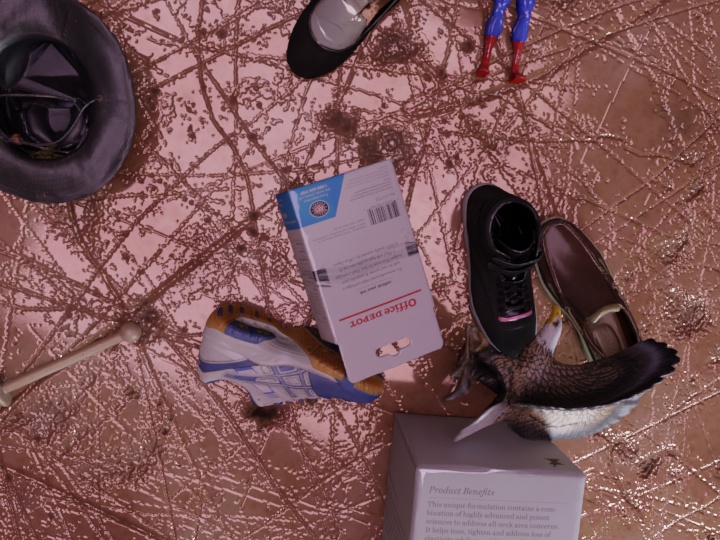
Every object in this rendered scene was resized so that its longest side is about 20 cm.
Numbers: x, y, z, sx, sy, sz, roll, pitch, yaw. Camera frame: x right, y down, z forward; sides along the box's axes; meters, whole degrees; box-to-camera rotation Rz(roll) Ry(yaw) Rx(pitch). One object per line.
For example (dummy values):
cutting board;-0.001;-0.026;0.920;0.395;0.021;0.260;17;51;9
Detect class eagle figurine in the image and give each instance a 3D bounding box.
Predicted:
eagle figurine;0.191;0.109;0.772;0.198;0.152;0.152;20;114;10

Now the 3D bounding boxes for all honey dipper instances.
honey dipper;-0.324;0.099;0.820;0.199;0.038;0.038;-26;98;-5

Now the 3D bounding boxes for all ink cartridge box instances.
ink cartridge box;0.000;0.000;0.809;0.115;0.068;0.202;-19;97;-17

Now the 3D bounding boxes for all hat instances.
hat;-0.304;-0.171;0.771;0.199;0.081;0.203;0;103;-1

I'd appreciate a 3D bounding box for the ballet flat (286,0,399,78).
ballet flat;0.000;-0.278;0.791;0.068;0.068;0.200;44;91;-8

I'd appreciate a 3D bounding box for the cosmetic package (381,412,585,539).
cosmetic package;0.116;0.272;0.809;0.166;0.166;0.202;5;96;-6

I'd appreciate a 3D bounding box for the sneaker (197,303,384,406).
sneaker;-0.075;0.107;0.833;0.198;0.075;0.089;22;111;-5

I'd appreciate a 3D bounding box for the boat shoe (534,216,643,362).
boat shoe;0.254;0.032;0.842;0.074;0.075;0.203;-32;98;-1

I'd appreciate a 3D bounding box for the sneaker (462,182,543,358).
sneaker;0.154;0.009;0.819;0.070;0.099;0.202;-13;98;-5

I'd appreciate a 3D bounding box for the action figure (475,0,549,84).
action figure;0.165;-0.302;0.816;0.065;0.052;0.202;8;93;-2
